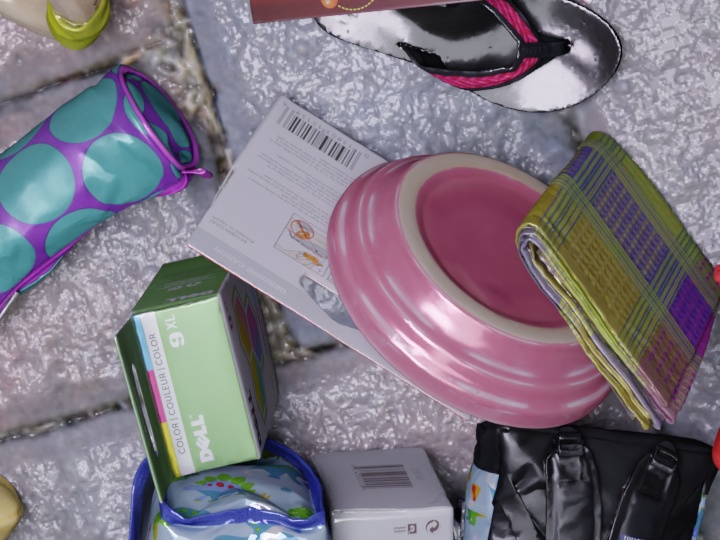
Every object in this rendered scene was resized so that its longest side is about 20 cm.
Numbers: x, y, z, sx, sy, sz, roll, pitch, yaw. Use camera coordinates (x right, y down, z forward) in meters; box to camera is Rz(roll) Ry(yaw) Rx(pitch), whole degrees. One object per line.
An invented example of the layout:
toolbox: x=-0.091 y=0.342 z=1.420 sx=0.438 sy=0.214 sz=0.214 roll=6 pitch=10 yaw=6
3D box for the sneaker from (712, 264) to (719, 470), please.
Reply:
sneaker: x=0.248 y=0.031 z=1.360 sx=0.084 sy=0.077 sz=0.201 roll=26 pitch=76 yaw=-17

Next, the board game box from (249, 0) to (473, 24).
board game box: x=0.014 y=-0.209 z=1.340 sx=0.198 sy=0.019 sz=0.104 roll=-2 pitch=103 yaw=31

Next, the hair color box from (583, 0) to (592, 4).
hair color box: x=0.153 y=-0.275 z=1.335 sx=0.111 sy=0.064 sz=0.201 roll=36 pitch=103 yaw=-1

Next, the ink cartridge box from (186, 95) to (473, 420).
ink cartridge box: x=0.000 y=0.000 z=1.345 sx=0.199 sy=0.174 sz=0.044 roll=32 pitch=130 yaw=-2

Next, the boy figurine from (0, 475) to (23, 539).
boy figurine: x=-0.319 y=0.172 z=1.461 sx=0.198 sy=0.064 sz=0.125 roll=-19 pitch=99 yaw=7

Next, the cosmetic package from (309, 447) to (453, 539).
cosmetic package: x=0.013 y=0.225 z=1.407 sx=0.080 sy=0.113 sz=0.202 roll=-2 pitch=104 yaw=-8

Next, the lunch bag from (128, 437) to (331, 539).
lunch bag: x=-0.083 y=0.200 z=1.377 sx=0.126 sy=0.200 sz=0.172 roll=4 pitch=101 yaw=-4

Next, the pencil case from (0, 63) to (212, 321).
pencil case: x=-0.197 y=-0.040 z=1.398 sx=0.199 sy=0.085 sz=0.093 roll=-37 pitch=81 yaw=11

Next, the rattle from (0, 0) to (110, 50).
rattle: x=-0.226 y=-0.233 z=1.373 sx=0.199 sy=0.130 sz=0.144 roll=25 pitch=92 yaw=26

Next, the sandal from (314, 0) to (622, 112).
sandal: x=0.064 y=-0.146 z=1.376 sx=0.198 sy=0.045 sz=0.076 roll=15 pitch=102 yaw=2

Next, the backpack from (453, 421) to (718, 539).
backpack: x=0.127 y=0.199 z=1.394 sx=0.162 sy=0.154 sz=0.202 roll=6 pitch=85 yaw=-16

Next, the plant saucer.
plant saucer: x=0.078 y=0.001 z=1.325 sx=0.200 sy=0.201 sz=0.051 roll=33 pitch=129 yaw=-3

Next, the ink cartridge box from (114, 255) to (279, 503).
ink cartridge box: x=-0.095 y=0.058 z=1.349 sx=0.059 sy=0.200 sz=0.105 roll=-12 pitch=101 yaw=6

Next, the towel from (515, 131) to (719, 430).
towel: x=0.157 y=0.000 z=1.323 sx=0.023 sy=0.200 sz=0.144 roll=-34 pitch=98 yaw=28
